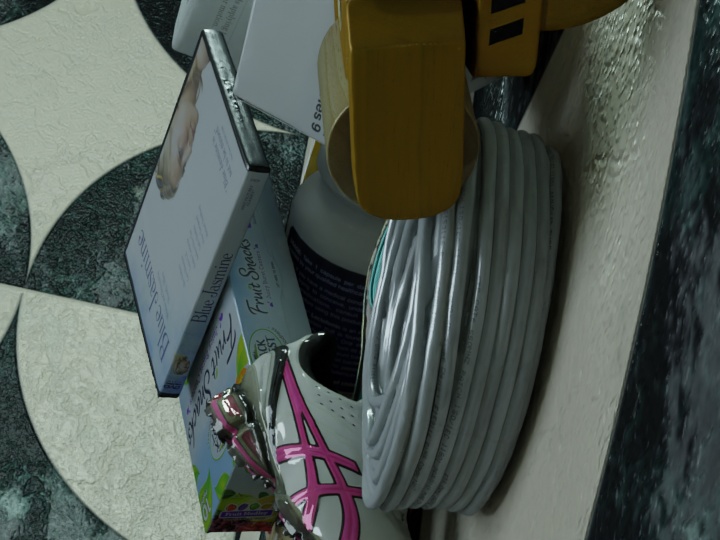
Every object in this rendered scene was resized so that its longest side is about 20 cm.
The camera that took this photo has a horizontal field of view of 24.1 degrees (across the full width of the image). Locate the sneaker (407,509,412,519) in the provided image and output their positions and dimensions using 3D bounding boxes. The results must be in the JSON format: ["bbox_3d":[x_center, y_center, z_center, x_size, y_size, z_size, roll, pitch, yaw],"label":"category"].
[{"bbox_3d":[0.000,0.148,1.106,0.200,0.077,0.113,-150,76,-73],"label":"sneaker"}]

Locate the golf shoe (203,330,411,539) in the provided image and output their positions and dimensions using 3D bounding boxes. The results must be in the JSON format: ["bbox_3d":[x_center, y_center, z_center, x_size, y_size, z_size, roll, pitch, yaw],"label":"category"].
[{"bbox_3d":[-0.007,0.113,0.924,0.200,0.092,0.073,51,-179,36],"label":"golf shoe"}]

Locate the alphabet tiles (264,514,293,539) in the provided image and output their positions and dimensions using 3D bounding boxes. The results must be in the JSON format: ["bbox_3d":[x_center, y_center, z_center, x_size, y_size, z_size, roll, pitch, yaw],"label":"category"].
[{"bbox_3d":[-0.038,0.185,1.047,0.201,0.006,0.168,-104,26,-54],"label":"alphabet tiles"}]

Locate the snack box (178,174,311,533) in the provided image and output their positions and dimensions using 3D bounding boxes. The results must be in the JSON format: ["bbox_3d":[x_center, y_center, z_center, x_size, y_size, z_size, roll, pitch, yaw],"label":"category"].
[{"bbox_3d":[-0.082,0.050,1.117,0.143,0.052,0.201,113,150,-44],"label":"snack box"}]

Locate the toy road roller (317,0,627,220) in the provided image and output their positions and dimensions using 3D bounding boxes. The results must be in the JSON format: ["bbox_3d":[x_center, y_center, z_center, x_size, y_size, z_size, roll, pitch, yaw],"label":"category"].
[{"bbox_3d":[0.055,-0.129,0.738,0.123,0.144,0.201,-97,6,-51],"label":"toy road roller"}]

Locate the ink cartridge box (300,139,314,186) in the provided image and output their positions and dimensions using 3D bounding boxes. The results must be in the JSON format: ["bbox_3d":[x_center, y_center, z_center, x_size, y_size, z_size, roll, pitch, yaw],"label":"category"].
[{"bbox_3d":[-0.017,-0.060,1.428,0.200,0.067,0.117,110,171,-59],"label":"ink cartridge box"}]

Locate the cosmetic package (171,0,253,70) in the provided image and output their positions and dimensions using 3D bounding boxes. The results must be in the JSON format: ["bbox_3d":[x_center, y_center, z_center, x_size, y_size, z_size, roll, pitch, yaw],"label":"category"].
[{"bbox_3d":[-0.016,-0.240,1.272,0.165,0.198,0.166,123,161,-44],"label":"cosmetic package"}]

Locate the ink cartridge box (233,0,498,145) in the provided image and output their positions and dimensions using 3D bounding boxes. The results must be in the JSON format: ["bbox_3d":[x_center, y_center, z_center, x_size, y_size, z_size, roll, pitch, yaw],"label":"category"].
[{"bbox_3d":[0.029,-0.166,0.920,0.200,0.084,0.147,-32,-36,-53],"label":"ink cartridge box"}]

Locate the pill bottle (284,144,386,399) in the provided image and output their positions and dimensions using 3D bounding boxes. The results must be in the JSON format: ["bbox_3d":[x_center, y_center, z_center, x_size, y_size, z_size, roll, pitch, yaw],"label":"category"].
[{"bbox_3d":[0.000,0.000,1.138,0.116,0.115,0.201,-85,9,-54],"label":"pill bottle"}]

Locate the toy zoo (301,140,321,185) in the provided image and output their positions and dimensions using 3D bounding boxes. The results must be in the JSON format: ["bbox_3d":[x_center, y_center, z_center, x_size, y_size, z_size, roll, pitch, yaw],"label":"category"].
[{"bbox_3d":[-0.005,-0.062,1.226,0.131,0.020,0.201,-33,-32,-52],"label":"toy zoo"}]

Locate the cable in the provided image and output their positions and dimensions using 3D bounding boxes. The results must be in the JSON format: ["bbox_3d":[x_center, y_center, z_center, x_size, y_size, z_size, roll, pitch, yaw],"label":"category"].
[{"bbox_3d":[0.047,0.023,0.850,0.200,0.068,0.202,-94,16,-70],"label":"cable"}]

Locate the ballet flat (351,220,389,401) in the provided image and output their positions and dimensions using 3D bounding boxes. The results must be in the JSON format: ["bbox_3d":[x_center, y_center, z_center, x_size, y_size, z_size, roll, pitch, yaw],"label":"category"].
[{"bbox_3d":[0.034,0.038,1.005,0.071,0.070,0.202,163,120,-84],"label":"ballet flat"}]

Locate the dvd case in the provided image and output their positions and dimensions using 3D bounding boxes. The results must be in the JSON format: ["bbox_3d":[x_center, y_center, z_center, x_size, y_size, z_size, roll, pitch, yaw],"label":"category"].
[{"bbox_3d":[-0.112,-0.036,1.106,0.143,0.017,0.201,-112,36,-43],"label":"dvd case"}]
